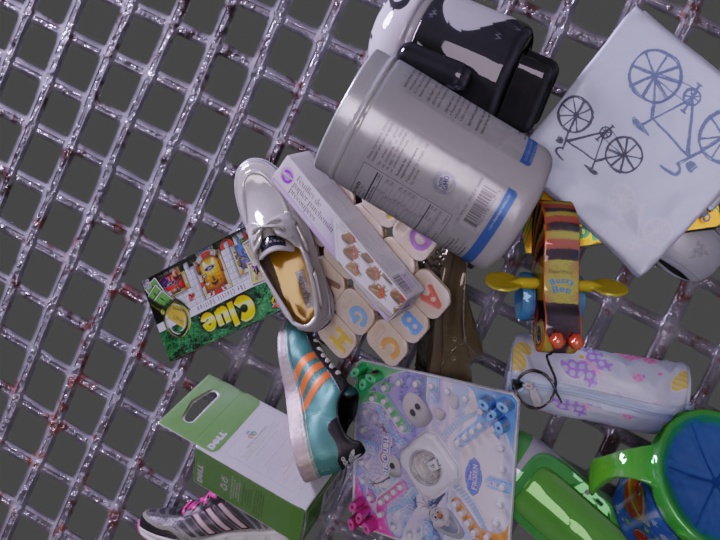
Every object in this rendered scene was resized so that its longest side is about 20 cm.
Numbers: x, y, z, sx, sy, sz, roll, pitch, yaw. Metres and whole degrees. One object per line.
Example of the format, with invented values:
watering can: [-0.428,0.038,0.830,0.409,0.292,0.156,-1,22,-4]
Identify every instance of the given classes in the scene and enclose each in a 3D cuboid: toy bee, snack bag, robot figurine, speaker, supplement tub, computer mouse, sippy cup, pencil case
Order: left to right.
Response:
supplement tub: [0.069,-0.104,0.786,0.198,0.132,0.133,31,96,-1]
robot figurine: [0.104,-0.219,0.860,0.197,0.151,0.126,26,78,13]
toy bee: [0.193,0.035,0.781,0.129,0.109,0.204,-18,94,0]
speaker: [0.226,0.266,0.888,0.199,0.088,0.089,40,97,7]
pencil case: [0.249,0.123,0.880,0.196,0.091,0.085,10,88,9]
snack bag: [0.275,-0.121,0.808,0.188,0.021,0.201,43,105,13]
computer mouse: [0.309,-0.066,0.890,0.199,0.044,0.110,37,96,8]
sippy cup: [0.320,0.224,0.812,0.139,0.131,0.178,-38,75,-28]

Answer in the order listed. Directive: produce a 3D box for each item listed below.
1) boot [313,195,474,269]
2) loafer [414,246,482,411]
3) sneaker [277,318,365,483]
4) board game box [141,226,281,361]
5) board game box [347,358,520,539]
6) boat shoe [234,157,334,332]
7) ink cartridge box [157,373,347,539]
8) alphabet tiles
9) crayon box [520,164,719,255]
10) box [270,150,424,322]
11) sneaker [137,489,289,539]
boot: [0.061,-0.047,0.931,0.198,0.064,0.188,32,106,0]
loafer: [0.099,0.064,0.912,0.066,0.076,0.204,-1,110,-15]
sneaker: [-0.041,0.132,0.911,0.078,0.072,0.203,-17,52,4]
board game box: [-0.163,0.023,0.963,0.198,0.023,0.106,-25,86,24]
board game box: [0.071,0.213,0.892,0.197,0.026,0.204,9,104,32]
boat shoe: [-0.087,-0.029,0.879,0.070,0.070,0.203,-21,85,9]
ink cartridge box: [-0.121,0.207,0.927,0.197,0.104,0.060,25,127,17]
alphabet tiles: [0.000,0.000,0.891,0.196,0.015,0.201,46,122,12]
crayon box: [0.261,-0.088,0.854,0.196,0.058,0.121,-9,87,17]
box: [-0.014,-0.038,0.857,0.201,0.041,0.039,50,125,12]
sneaker: [-0.163,0.275,0.965,0.195,0.074,0.089,-2,91,5]
